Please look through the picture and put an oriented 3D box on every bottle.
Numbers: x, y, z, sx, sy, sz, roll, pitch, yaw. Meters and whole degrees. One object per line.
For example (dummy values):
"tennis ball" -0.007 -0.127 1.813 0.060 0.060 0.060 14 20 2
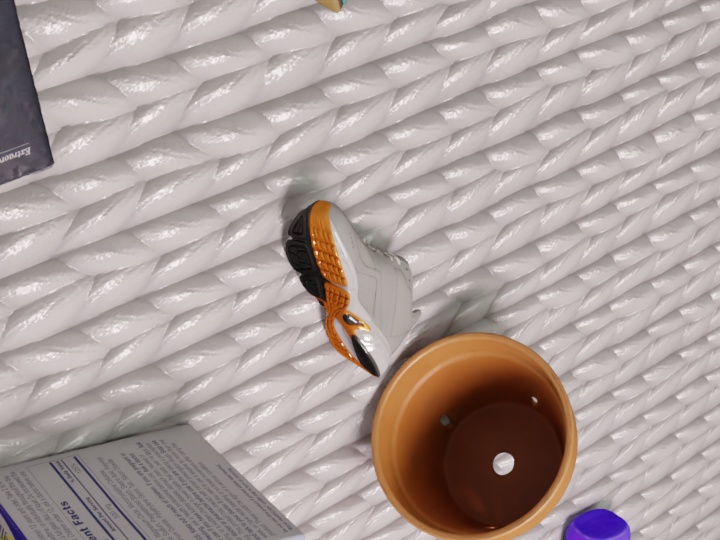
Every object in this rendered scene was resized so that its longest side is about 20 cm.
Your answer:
"bottle" 0.285 0.398 1.536 0.083 0.065 0.202 -14 119 -37

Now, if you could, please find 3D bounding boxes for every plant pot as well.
"plant pot" 0.127 0.178 1.219 0.201 0.199 0.140 -55 150 -5

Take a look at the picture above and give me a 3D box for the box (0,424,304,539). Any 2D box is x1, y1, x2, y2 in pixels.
"box" -0.177 0.227 0.975 0.198 0.183 0.106 -9 118 -37

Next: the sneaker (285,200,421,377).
"sneaker" 0.000 0.000 1.103 0.092 0.075 0.201 -46 141 -24

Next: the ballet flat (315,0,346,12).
"ballet flat" -0.064 -0.280 0.922 0.062 0.069 0.202 -18 123 0

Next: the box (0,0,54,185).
"box" -0.292 -0.141 0.751 0.147 0.104 0.202 -25 125 -30
